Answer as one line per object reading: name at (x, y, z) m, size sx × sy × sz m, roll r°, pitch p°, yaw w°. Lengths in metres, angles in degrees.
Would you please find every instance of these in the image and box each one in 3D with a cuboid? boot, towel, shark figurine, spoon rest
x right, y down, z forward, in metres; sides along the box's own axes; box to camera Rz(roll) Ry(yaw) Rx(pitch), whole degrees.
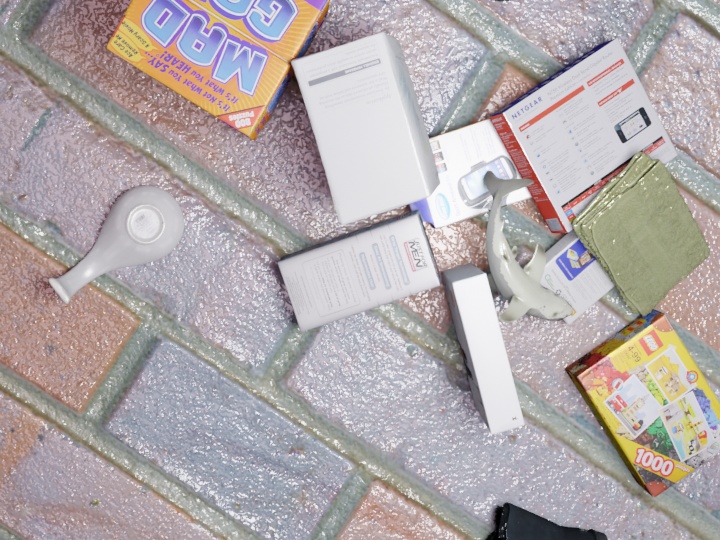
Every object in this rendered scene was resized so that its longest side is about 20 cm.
boot at (0.239, 0.435, 1.600) m, size 0.165 × 0.076 × 0.203 m, roll 15°, pitch 87°, yaw -8°
towel at (0.376, -0.046, 1.542) m, size 0.148 × 0.037 × 0.200 m, roll -42°, pitch 120°, yaw 0°
shark figurine at (0.184, -0.015, 1.518) m, size 0.127 × 0.089 × 0.217 m, roll -27°, pitch 98°, yaw -29°
spoon rest at (-0.325, -0.033, 1.546) m, size 0.199 × 0.061 × 0.100 m, roll -38°, pitch 98°, yaw -13°

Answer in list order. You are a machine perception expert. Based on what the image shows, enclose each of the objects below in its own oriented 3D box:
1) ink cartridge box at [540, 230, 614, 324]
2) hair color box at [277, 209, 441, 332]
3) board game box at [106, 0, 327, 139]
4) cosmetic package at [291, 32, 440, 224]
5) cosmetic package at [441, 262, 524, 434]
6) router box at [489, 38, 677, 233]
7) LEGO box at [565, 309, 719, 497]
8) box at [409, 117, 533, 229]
ink cartridge box at (0.328, -0.027, 1.579) m, size 0.199 × 0.037 × 0.095 m, roll -40°, pitch 111°, yaw 2°
hair color box at (0.000, 0.000, 1.544) m, size 0.197 × 0.061 × 0.100 m, roll -18°, pitch 96°, yaw 9°
board game box at (-0.169, -0.303, 1.453) m, size 0.198 × 0.200 × 0.202 m, roll 31°, pitch 92°, yaw -5°
cosmetic package at (0.014, -0.178, 1.445) m, size 0.121 × 0.199 × 0.203 m, roll -15°, pitch 96°, yaw 9°
cosmetic package at (0.159, 0.099, 1.532) m, size 0.051 × 0.151 × 0.203 m, roll -15°, pitch 95°, yaw -2°
router box at (0.298, -0.178, 1.542) m, size 0.199 × 0.049 × 0.181 m, roll -32°, pitch 99°, yaw -14°
LEGO box at (0.399, 0.180, 1.590) m, size 0.148 × 0.077 × 0.201 m, roll -34°, pitch 96°, yaw 0°
box at (0.154, -0.136, 1.569) m, size 0.197 × 0.041 × 0.121 m, roll -17°, pitch 96°, yaw 1°
